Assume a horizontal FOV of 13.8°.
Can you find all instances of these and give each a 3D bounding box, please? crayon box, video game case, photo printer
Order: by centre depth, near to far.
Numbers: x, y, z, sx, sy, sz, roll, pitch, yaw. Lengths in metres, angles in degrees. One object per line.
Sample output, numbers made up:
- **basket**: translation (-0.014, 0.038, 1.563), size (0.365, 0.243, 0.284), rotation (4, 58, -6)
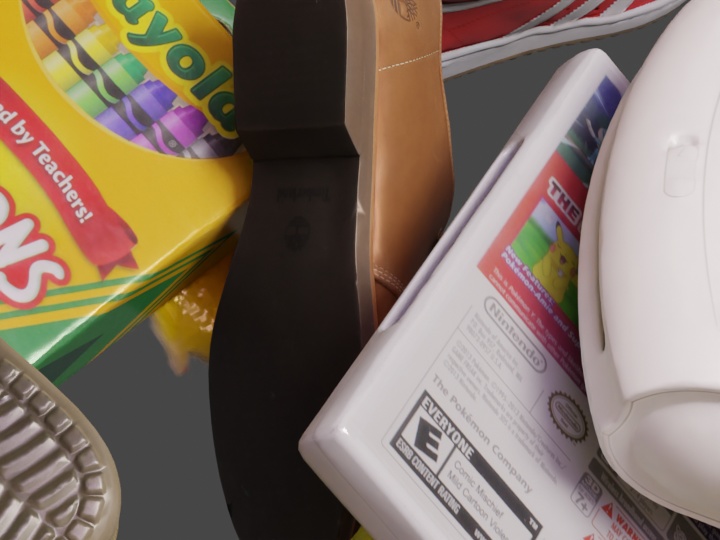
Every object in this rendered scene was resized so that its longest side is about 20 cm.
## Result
- **photo printer**: translation (0.157, 0.013, 0.835), size (0.199, 0.070, 0.167), rotation (20, 50, -9)
- **video game case**: translation (0.088, 0.063, 0.851), size (0.200, 0.023, 0.182), rotation (49, 46, -14)
- **crayon box**: translation (-0.104, -0.041, 0.945), size (0.127, 0.051, 0.200), rotation (46, 61, 7)

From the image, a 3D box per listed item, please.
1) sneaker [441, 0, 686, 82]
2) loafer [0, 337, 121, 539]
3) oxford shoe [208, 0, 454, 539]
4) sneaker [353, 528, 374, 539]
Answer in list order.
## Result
- **sneaker**: translation (0.072, -0.129, 1.002), size (0.199, 0.113, 0.071), rotation (-25, 72, -28)
- **loafer**: translation (-0.140, 0.026, 0.843), size (0.076, 0.068, 0.200), rotation (-33, 65, -16)
- **oxford shoe**: translation (0.000, 0.000, 0.921), size (0.071, 0.071, 0.202), rotation (0, 99, -45)
- **sneaker**: translation (0.045, 0.050, 0.893), size (0.200, 0.075, 0.077), rotation (-40, 123, -54)
